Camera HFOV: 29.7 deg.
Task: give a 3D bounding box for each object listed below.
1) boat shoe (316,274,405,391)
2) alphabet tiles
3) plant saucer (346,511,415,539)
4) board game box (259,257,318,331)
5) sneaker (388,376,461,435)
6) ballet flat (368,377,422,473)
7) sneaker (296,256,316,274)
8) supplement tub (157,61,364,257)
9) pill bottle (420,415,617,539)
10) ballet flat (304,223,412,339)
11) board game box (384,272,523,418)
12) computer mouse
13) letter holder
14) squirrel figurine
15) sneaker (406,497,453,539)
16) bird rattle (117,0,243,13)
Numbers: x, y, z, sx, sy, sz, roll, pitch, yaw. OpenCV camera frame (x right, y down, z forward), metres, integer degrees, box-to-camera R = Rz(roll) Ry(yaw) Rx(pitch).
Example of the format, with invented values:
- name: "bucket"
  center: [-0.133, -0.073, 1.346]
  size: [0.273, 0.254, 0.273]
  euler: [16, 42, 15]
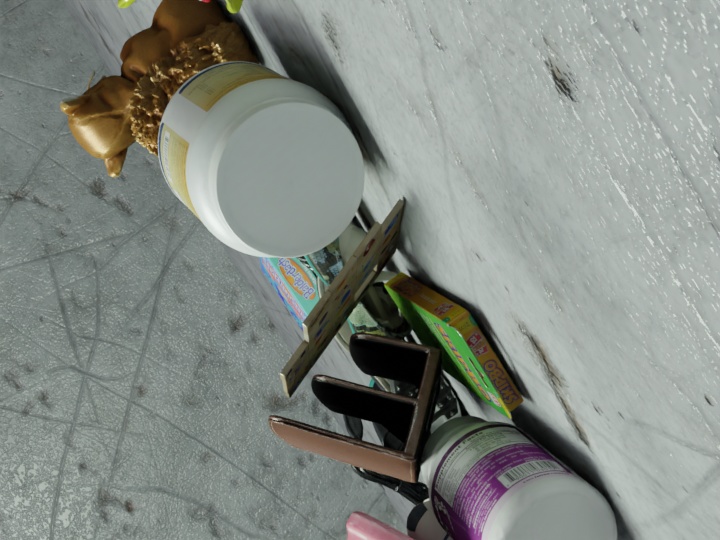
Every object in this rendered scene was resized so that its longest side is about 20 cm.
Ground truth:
- name: "boat shoe"
  center: [0.007, 0.065, 1.471]
  size: [0.201, 0.073, 0.063]
  euler: [55, 170, -23]
- name: "alphabet tiles"
  center: [-0.016, 0.025, 1.134]
  size: [0.008, 0.168, 0.200]
  euler: [35, 169, 7]
- name: "plant saucer"
  center: [0.068, 0.277, 1.158]
  size: [0.199, 0.051, 0.201]
  euler: [30, 169, 6]
- name: "board game box"
  center: [-0.093, 0.028, 2.007]
  size: [0.153, 0.045, 0.200]
  euler: [55, 171, 9]
- name: "sneaker"
  center: [0.082, 0.174, 1.464]
  size: [0.201, 0.066, 0.090]
  euler: [56, 170, -15]
- name: "ballet flat"
  center: [0.078, 0.183, 1.602]
  size: [0.063, 0.068, 0.200]
  euler: [27, -165, -41]
- name: "sneaker"
  center: [-0.058, -0.072, 1.389]
  size: [0.200, 0.076, 0.077]
  euler: [52, -163, 14]
- name: "supplement tub"
  center: [-0.084, -0.093, 1.134]
  size: [0.145, 0.144, 0.200]
  euler: [60, 172, -23]
- name: "pill bottle"
  center: [0.123, 0.193, 1.140]
  size: [0.113, 0.112, 0.200]
  euler: [59, 172, -21]
- name: "ballet flat"
  center: [0.000, 0.000, 1.301]
  size: [0.074, 0.074, 0.200]
  euler: [48, 172, 45]
- name: "board game box"
  center: [0.080, 0.062, 1.180]
  size: [0.096, 0.030, 0.200]
  euler: [57, 175, -17]
- name: "computer mouse"
  center: [0.021, 0.171, 1.507]
  size: [0.140, 0.046, 0.201]
  euler: [34, -146, -34]
- name: "letter holder"
  center: [-0.004, 0.122, 1.259]
  size: [0.141, 0.101, 0.200]
  euler: [13, 167, 6]
- name: "squirrel figurine"
  center: [-0.196, -0.176, 1.324]
  size: [0.142, 0.186, 0.200]
  euler: [61, 170, -30]
- name: "sneaker"
  center: [0.086, 0.249, 1.306]
  size: [0.071, 0.073, 0.200]
  euler: [36, 170, 16]
- name: "bird rattle"
  center: [-0.121, -0.253, 0.925]
  size: [0.200, 0.112, 0.165]
  euler: [173, 80, -78]
